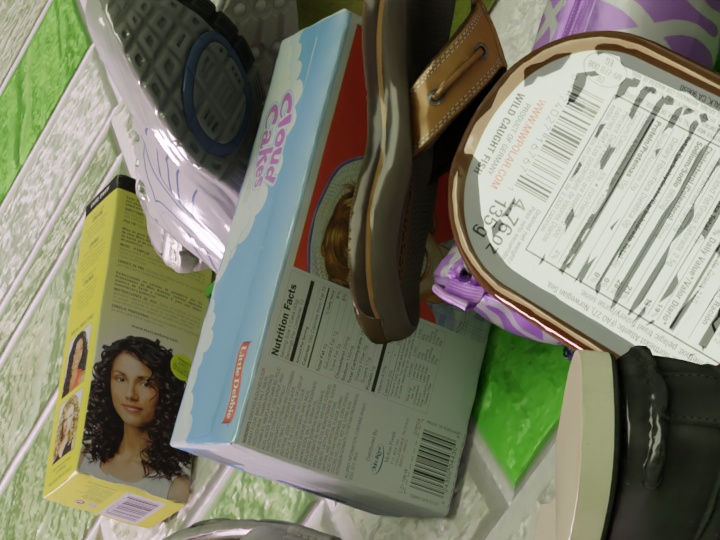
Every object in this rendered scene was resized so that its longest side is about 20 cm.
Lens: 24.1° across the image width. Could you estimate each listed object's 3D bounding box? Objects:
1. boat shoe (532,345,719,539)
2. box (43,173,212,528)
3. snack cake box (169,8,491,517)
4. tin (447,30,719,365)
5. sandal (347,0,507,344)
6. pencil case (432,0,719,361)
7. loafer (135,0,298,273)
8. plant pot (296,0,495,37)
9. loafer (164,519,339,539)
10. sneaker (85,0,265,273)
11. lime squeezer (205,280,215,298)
[{"bbox_3d":[0.087,0.097,0.556,0.202,0.063,0.074,96,178,-53],"label":"boat shoe"},{"bbox_3d":[-0.134,0.046,1.005,0.050,0.075,0.201,-37,42,45],"label":"box"},{"bbox_3d":[0.000,0.000,0.767,0.067,0.115,0.201,-11,61,59],"label":"snack cake box"},{"bbox_3d":[0.114,-0.010,0.585,0.200,0.042,0.112,33,99,35],"label":"tin"},{"bbox_3d":[0.032,-0.069,0.702,0.054,0.082,0.201,4,80,17],"label":"sandal"},{"bbox_3d":[0.092,-0.065,0.691,0.084,0.085,0.201,13,81,52],"label":"pencil case"},{"bbox_3d":[-0.083,-0.088,0.884,0.070,0.070,0.201,48,136,32],"label":"loafer"},{"bbox_3d":[-0.038,-0.217,0.894,0.187,0.199,0.188,-38,40,41],"label":"plant pot"},{"bbox_3d":[-0.030,0.148,0.745,0.200,0.070,0.070,-5,66,58],"label":"loafer"},{"bbox_3d":[-0.079,-0.052,0.814,0.087,0.201,0.075,-6,36,38],"label":"sneaker"},{"bbox_3d":[-0.040,0.012,0.922,0.200,0.038,0.071,-144,47,-60],"label":"lime squeezer"}]
